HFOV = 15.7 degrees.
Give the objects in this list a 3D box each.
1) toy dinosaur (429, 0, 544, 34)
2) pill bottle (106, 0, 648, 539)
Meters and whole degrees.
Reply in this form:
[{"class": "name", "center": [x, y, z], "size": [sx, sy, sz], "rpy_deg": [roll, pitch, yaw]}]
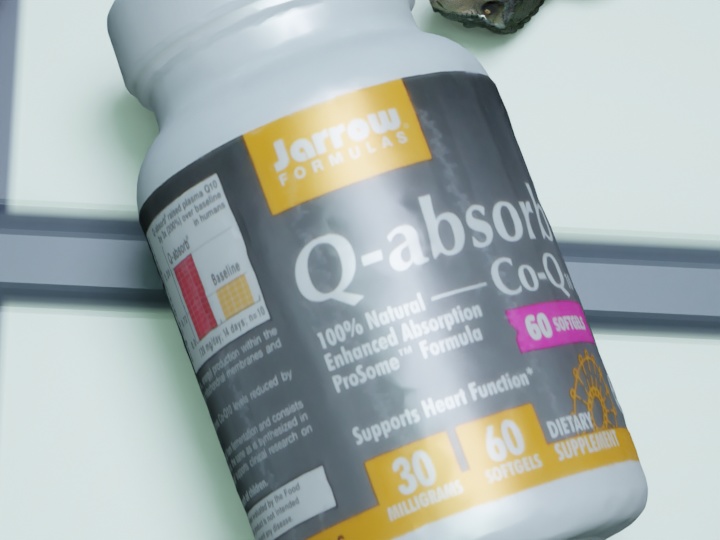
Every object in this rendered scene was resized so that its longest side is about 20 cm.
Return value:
[{"class": "toy dinosaur", "center": [0.103, -0.142, 0.865], "size": [0.199, 0.047, 0.088], "rpy_deg": [-20, 94, -10]}, {"class": "pill bottle", "center": [0.000, 0.000, 0.784], "size": [0.116, 0.116, 0.201], "rpy_deg": [-19, 80, -10]}]
